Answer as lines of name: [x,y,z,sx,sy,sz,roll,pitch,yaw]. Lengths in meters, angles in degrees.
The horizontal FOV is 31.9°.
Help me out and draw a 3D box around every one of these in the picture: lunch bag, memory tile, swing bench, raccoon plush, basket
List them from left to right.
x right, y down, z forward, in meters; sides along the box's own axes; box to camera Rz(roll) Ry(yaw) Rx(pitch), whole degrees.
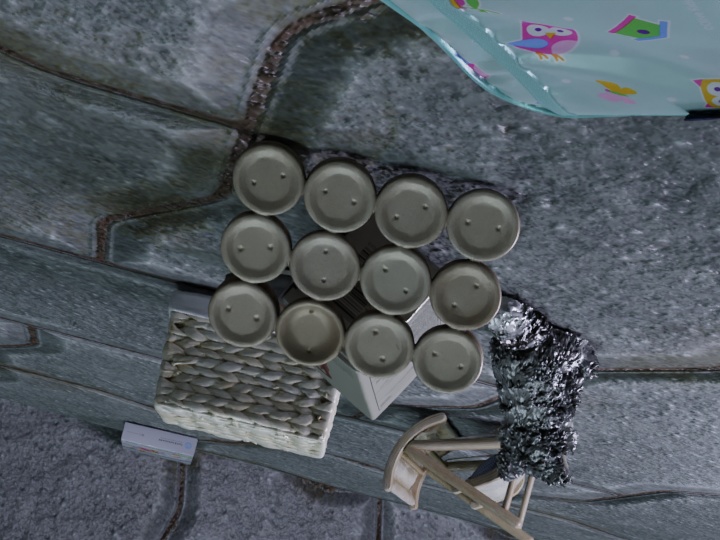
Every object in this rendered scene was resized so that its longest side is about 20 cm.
basket: [-0.113,0.113,1.330,0.197,0.125,0.136,13,164,1]
memory tile: [0.000,0.000,0.863,0.197,0.155,0.017,12,-159,1]
swing bench: [0.151,0.281,1.747,0.198,0.131,0.199,14,166,17]
raccoon plush: [0.138,0.116,1.140,0.096,0.136,0.199,0,161,41]
lunch bag: [0.080,-0.120,0.464,0.159,0.078,0.199,1,161,36]

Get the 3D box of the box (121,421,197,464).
box: [-0.426,0.367,2.672,0.154,0.042,0.200,14,163,-7]

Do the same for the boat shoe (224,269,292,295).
boat shoe: [-0.035,0.042,1.166,0.197,0.058,0.067,11,165,4]

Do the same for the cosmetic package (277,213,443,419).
cosmetic package: [0.007,0.040,1.006,0.087,0.103,0.200,40,169,14]
